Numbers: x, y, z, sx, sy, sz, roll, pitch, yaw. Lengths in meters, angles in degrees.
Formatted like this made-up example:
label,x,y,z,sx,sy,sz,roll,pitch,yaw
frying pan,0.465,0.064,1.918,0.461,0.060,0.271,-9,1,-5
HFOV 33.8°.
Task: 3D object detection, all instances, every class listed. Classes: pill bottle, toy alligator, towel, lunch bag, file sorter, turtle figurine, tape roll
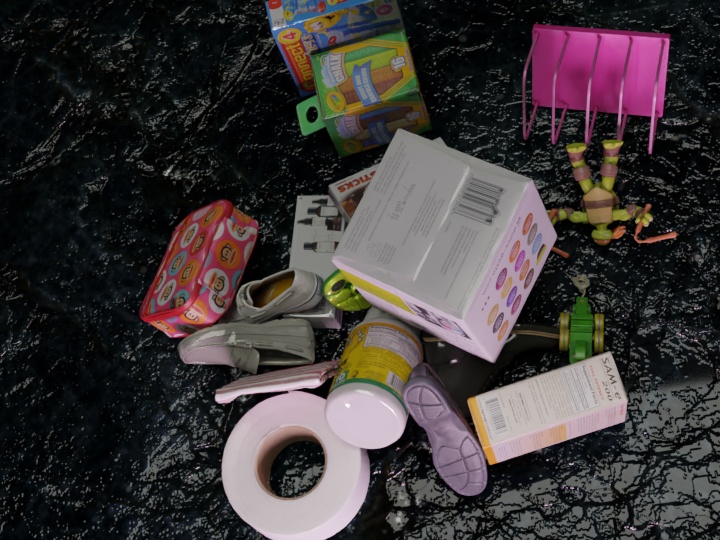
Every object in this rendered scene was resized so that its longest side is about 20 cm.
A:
label,x,y,z,sx,sy,sz,roll,pitch,yaw
pill bottle,0.025,0.137,1.635,0.112,0.113,0.201,3,40,14
toy alligator,0.306,0.080,1.642,0.059,0.055,0.200,2,31,9
towel,-0.109,0.157,1.645,0.145,0.200,0.030,-11,89,8
lunch bag,-0.248,0.000,1.780,0.176,0.082,0.201,-16,47,49
file sorter,0.341,-0.260,1.736,0.198,0.140,0.126,8,46,16
turtle figurine,0.353,-0.105,1.708,0.199,0.064,0.163,-1,102,26
tape roll,-0.089,0.275,1.653,0.201,0.071,0.204,-5,65,11

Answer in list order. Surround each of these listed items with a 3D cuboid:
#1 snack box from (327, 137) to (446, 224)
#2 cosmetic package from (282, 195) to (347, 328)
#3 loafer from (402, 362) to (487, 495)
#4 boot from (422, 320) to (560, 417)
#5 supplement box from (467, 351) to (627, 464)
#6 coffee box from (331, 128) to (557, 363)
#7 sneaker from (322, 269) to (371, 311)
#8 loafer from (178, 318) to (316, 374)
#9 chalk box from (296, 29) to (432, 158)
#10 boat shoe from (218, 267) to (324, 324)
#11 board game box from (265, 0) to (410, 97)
label,x,y,z,sx,sy,sz,roll,pitch,yaw
snack box,0.054,-0.135,1.802,0.199,0.024,0.072,-25,62,-17
cosmetic package,-0.063,-0.015,1.788,0.082,0.051,0.201,-1,66,13
loafer,0.120,0.210,1.589,0.071,0.201,0.063,-19,26,21
boot,0.185,0.141,1.664,0.198,0.077,0.140,-1,90,-4
supplement box,0.250,0.185,1.582,0.199,0.126,0.074,-18,68,3
coffee box,0.114,-0.029,1.549,0.199,0.198,0.201,23,79,25
sneaker,0.000,0.000,1.727,0.083,0.075,0.200,5,26,33
loafer,-0.162,0.115,1.710,0.198,0.070,0.070,-7,61,-9
chalk box,-0.005,-0.268,1.846,0.199,0.124,0.125,-16,64,5
boat shoe,-0.146,0.040,1.730,0.199,0.070,0.071,-18,58,37
board game box,-0.028,-0.370,1.855,0.194,0.200,0.056,-16,65,6
